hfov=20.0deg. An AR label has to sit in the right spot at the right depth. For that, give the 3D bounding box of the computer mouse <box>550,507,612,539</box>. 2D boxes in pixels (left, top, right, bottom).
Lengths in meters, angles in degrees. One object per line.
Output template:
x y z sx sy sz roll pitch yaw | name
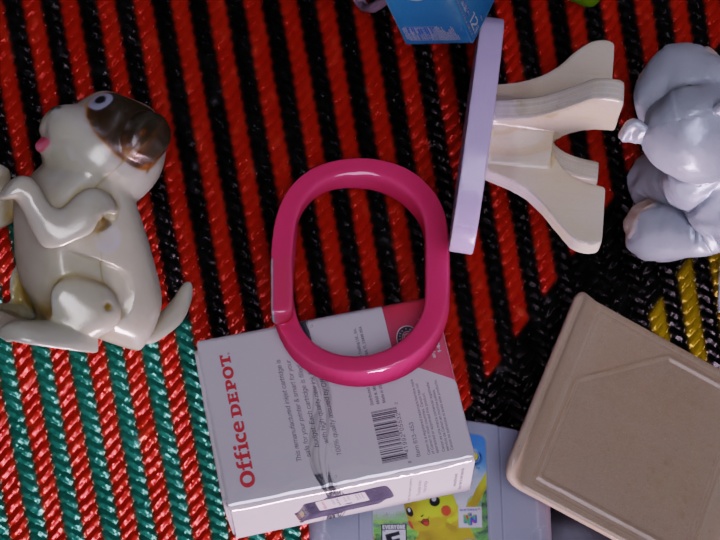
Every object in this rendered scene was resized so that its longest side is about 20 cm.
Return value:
0.157 0.251 1.704 0.200 0.053 0.139 -35 97 -3 | computer mouse

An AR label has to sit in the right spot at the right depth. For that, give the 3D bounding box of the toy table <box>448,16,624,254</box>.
0.139 -0.102 1.621 0.117 0.184 0.201 7 77 1 | toy table

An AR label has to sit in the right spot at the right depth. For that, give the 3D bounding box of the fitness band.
0.000 0.000 1.626 0.143 0.037 0.201 2 58 -1 | fitness band

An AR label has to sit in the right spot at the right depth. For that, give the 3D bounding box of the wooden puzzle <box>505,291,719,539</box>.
0.228 0.140 1.686 0.200 0.037 0.185 31 62 -10 | wooden puzzle

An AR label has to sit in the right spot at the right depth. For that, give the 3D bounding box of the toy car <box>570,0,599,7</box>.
0.147 -0.300 1.585 0.164 0.200 0.158 20 92 -8 | toy car

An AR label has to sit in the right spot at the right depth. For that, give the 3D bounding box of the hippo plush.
0.255 -0.084 1.609 0.159 0.200 0.161 -20 136 27 | hippo plush

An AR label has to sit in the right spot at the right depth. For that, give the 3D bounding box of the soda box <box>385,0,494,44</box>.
0.038 -0.268 1.562 0.068 0.064 0.200 -62 141 -33 | soda box

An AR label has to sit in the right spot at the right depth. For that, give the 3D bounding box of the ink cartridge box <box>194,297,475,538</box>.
-0.022 0.118 1.630 0.199 0.084 0.145 -11 66 -5 | ink cartridge box

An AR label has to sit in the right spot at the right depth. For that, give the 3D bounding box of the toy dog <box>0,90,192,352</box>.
-0.209 -0.041 1.597 0.193 0.140 0.201 8 94 -20 | toy dog

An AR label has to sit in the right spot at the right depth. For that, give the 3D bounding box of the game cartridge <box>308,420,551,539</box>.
0.056 0.189 1.670 0.199 0.040 0.134 -1 69 -1 | game cartridge

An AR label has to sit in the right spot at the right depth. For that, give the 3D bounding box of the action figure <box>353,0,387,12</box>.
-0.012 -0.323 1.605 0.149 0.134 0.201 17 76 -30 | action figure
